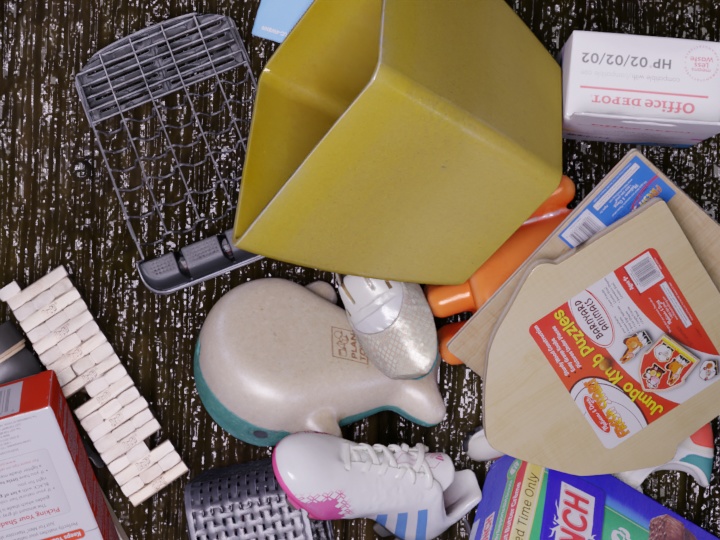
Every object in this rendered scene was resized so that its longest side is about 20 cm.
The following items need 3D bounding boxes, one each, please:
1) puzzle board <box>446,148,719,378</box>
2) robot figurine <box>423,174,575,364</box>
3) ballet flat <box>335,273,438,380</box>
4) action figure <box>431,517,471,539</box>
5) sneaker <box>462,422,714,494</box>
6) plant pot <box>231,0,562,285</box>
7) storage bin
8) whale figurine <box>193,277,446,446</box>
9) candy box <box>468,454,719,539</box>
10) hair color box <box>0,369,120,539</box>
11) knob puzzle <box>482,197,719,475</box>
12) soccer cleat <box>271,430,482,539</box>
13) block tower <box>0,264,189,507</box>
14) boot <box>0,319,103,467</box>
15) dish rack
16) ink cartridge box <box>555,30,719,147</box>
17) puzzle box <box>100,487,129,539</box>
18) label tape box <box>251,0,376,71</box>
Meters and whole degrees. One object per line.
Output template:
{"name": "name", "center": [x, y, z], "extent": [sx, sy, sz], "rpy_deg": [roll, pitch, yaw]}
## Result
{"name": "puzzle board", "center": [0.182, 0.026, 1.350], "extent": [0.151, 0.017, 0.200], "rpy_deg": [39, 101, -22]}
{"name": "robot figurine", "center": [0.151, 0.017, 1.413], "extent": [0.199, 0.117, 0.144], "rpy_deg": [-16, 60, 1]}
{"name": "ballet flat", "center": [0.000, 0.000, 1.398], "extent": [0.067, 0.062, 0.201], "rpy_deg": [-39, 50, 20]}
{"name": "action figure", "center": [0.117, 0.295, 1.424], "extent": [0.119, 0.102, 0.201], "rpy_deg": [-28, 63, 9]}
{"name": "sneaker", "center": [0.182, 0.146, 1.432], "extent": [0.199, 0.070, 0.094], "rpy_deg": [-9, 84, -1]}
{"name": "plant pot", "center": [0.038, -0.105, 1.336], "extent": [0.176, 0.201, 0.200], "rpy_deg": [26, 132, -20]}
{"name": "storage bin", "center": [-0.065, 0.248, 1.404], "extent": [0.093, 0.135, 0.201], "rpy_deg": [-10, 90, 4]}
{"name": "whale figurine", "center": [-0.034, 0.084, 1.432], "extent": [0.199, 0.104, 0.160], "rpy_deg": [10, 51, -18]}
{"name": "candy box", "center": [0.177, 0.242, 1.367], "extent": [0.199, 0.077, 0.170], "rpy_deg": [30, 48, -12]}
{"name": "hair color box", "center": [-0.252, 0.185, 1.384], "extent": [0.110, 0.064, 0.201], "rpy_deg": [-15, 115, 1]}
{"name": "knob puzzle", "center": [0.174, 0.065, 1.339], "extent": [0.218, 0.030, 0.221], "rpy_deg": [-4, 114, -9]}
{"name": "soccer cleat", "center": [0.015, 0.149, 1.350], "extent": [0.086, 0.200, 0.070], "rpy_deg": [-31, 58, 23]}
{"name": "block tower", "center": [-0.210, 0.087, 1.449], "extent": [0.058, 0.054, 0.200], "rpy_deg": [-34, 90, -6]}
{"name": "boot", "center": [-0.315, 0.152, 1.423], "extent": [0.200, 0.077, 0.139], "rpy_deg": [-36, 95, 4]}
{"name": "dish rack", "center": [-0.134, -0.097, 1.452], "extent": [0.153, 0.055, 0.201], "rpy_deg": [-21, 87, 0]}
{"name": "ink cartridge box", "center": [0.207, -0.135, 1.368], "extent": [0.114, 0.200, 0.068], "rpy_deg": [4, 90, 1]}
{"name": "puzzle box", "center": [-0.286, 0.171, 1.468], "extent": [0.133, 0.025, 0.201], "rpy_deg": [-28, 89, 1]}
{"name": "label tape box", "center": [0.011, -0.260, 1.443], "extent": [0.143, 0.066, 0.201], "rpy_deg": [17, 94, 2]}
